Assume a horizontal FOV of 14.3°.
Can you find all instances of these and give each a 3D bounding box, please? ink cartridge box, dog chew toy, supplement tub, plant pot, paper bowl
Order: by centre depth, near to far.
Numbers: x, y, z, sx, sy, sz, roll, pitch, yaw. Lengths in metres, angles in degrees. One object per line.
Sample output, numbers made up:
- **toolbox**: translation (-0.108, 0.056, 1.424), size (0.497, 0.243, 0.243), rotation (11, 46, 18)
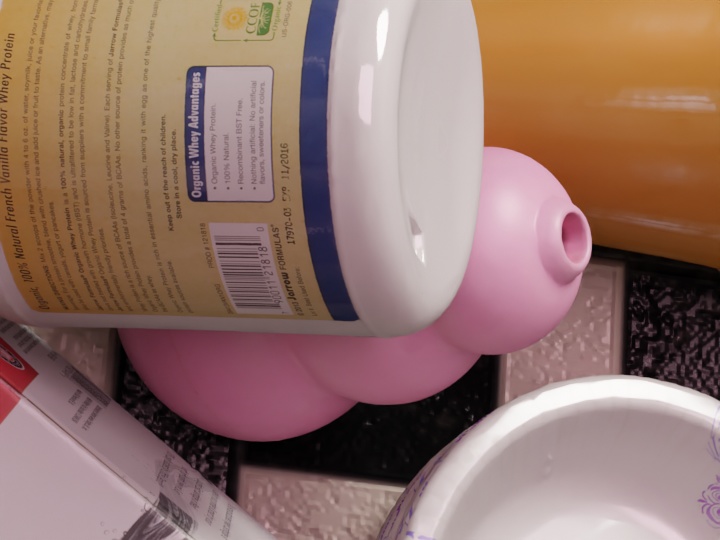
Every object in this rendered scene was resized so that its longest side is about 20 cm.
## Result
- **supplement tub**: translation (-0.067, -0.050, 1.015), size (0.199, 0.144, 0.145), rotation (1, 71, 16)
- **ink cartridge box**: translation (-0.102, 0.104, 1.082), size (0.200, 0.144, 0.084), rotation (39, 92, -3)
- **dog chew toy**: translation (0.000, 0.000, 1.125), size (0.124, 0.199, 0.125), rotation (16, 70, -53)
- **paper bowl**: translation (0.096, 0.150, 1.157), size (0.199, 0.104, 0.202), rotation (4, 73, -13)
- **plant pot**: translation (0.119, -0.087, 1.193), size (0.182, 0.200, 0.202), rotation (-1, 74, -4)
